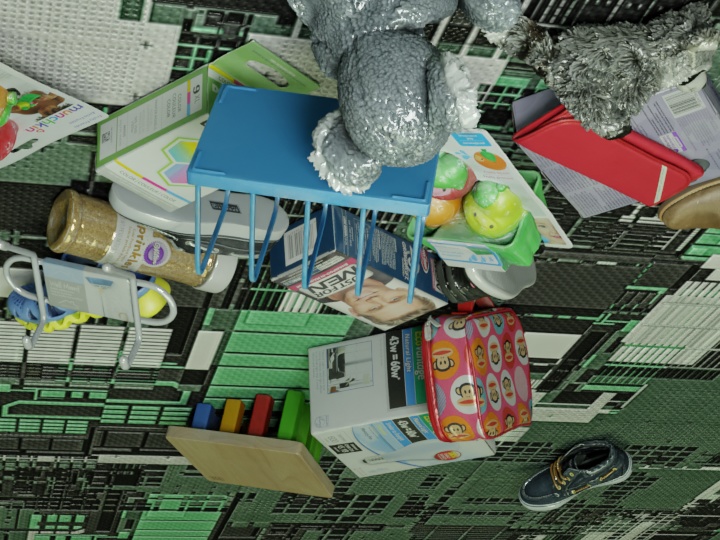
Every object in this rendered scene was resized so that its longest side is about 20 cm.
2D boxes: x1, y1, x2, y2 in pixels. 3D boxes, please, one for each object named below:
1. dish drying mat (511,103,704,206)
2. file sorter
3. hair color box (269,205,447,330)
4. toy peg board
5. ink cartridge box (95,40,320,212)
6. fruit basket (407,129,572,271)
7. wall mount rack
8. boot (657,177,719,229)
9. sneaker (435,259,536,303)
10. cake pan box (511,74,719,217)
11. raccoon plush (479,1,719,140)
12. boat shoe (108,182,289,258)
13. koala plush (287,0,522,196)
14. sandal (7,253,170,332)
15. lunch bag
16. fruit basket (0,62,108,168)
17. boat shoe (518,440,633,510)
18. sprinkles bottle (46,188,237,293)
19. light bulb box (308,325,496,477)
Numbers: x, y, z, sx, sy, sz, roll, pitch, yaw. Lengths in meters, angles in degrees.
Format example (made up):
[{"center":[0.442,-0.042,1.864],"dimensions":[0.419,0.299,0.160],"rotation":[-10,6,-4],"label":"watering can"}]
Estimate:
[{"center":[0.241,-0.109,1.374],"dimensions":[0.199,0.018,0.077],"rotation":[19,146,-37],"label":"dish drying mat"},{"center":[-0.036,-0.062,1.230],"dimensions":[0.198,0.139,0.123],"rotation":[8,129,4],"label":"file sorter"},{"center":[0.000,0.000,1.611],"dimensions":[0.100,0.061,0.199],"rotation":[-24,148,34],"label":"hair color box"},{"center":[-0.145,0.237,2.043],"dimensions":[0.197,0.099,0.200],"rotation":[5,155,16],"label":"toy peg board"},{"center":[-0.142,-0.131,1.334],"dimensions":[0.199,0.060,0.104],"rotation":[-22,148,31],"label":"ink cartridge box"},{"center":[0.088,-0.077,1.390],"dimensions":[0.184,0.094,0.200],"rotation":[7,160,39],"label":"fruit basket"},{"center":[-0.297,0.022,1.490],"dimensions":[0.198,0.075,0.175],"rotation":[11,136,9],"label":"wall mount rack"},{"center":[0.423,-0.060,1.544],"dimensions":[0.198,0.076,0.074],"rotation":[-7,155,8],"label":"boot"},{"center":[0.123,0.006,1.579],"dimensions":[0.098,0.071,0.200],"rotation":[-16,176,21],"label":"sneaker"},{"center":[0.265,-0.133,1.404],"dimensions":[0.183,0.053,0.200],"rotation":[-20,149,24],"label":"cake pan box"},{"center":[0.217,-0.198,1.227],"dimensions":[0.199,0.097,0.134],"rotation":[21,128,-36],"label":"raccoon plush"},{"center":[-0.172,-0.048,1.470],"dimensions":[0.199,0.072,0.068],"rotation":[7,133,-36],"label":"boat shoe"},{"center":[0.023,-0.167,1.134],"dimensions":[0.176,0.202,0.183],"rotation":[-22,148,32],"label":"koala plush"},{"center":[-0.310,0.012,1.590],"dimensions":[0.198,0.080,0.088],"rotation":[-11,123,22],"label":"sandal"},{"center":[0.143,0.112,1.726],"dimensions":[0.081,0.178,0.200],"rotation":[-9,176,26],"label":"lunch bag"},{"center":[-0.356,-0.130,1.271],"dimensions":[0.184,0.095,0.200],"rotation":[-19,153,26],"label":"fruit basket"},{"center":[0.330,0.321,2.286],"dimensions":[0.199,0.071,0.091],"rotation":[-25,146,21],"label":"boat shoe"},{"center":[-0.229,-0.030,1.509],"dimensions":[0.199,0.069,0.068],"rotation":[16,147,-33],"label":"sprinkles bottle"},{"center":[0.057,0.173,1.886],"dimensions":[0.198,0.126,0.198],"rotation":[-12,152,17],"label":"light bulb box"}]
